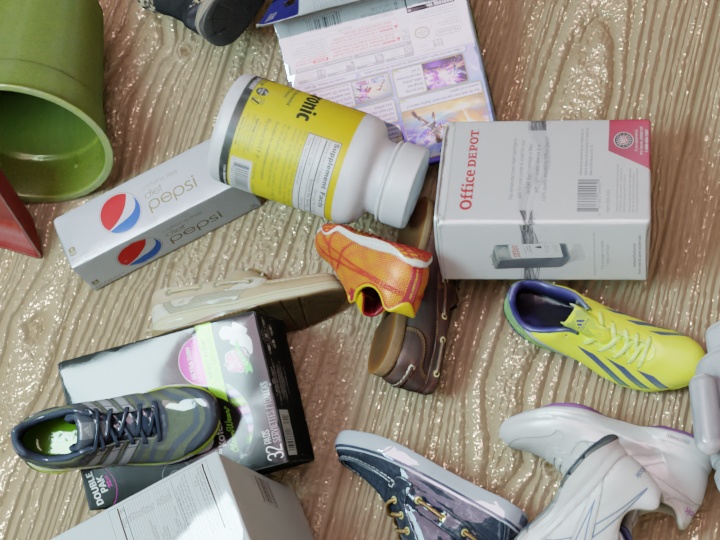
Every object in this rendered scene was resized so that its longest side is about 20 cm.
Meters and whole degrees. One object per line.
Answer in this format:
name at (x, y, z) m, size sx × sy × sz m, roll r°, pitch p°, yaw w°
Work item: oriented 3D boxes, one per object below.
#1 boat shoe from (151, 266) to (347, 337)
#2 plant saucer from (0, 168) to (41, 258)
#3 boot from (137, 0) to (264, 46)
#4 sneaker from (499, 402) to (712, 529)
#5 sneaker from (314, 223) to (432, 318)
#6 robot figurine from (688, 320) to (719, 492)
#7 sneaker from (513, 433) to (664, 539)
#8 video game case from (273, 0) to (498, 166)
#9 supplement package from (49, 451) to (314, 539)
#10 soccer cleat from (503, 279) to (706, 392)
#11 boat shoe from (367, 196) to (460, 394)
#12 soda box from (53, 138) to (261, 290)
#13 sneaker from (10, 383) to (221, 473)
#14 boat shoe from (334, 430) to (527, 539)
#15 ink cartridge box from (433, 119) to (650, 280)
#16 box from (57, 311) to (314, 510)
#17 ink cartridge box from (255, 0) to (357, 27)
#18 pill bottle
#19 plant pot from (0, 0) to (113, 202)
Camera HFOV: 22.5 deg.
boat shoe at (-0.113, 0.026, 1.801) m, size 0.199 × 0.072 × 0.065 m, roll -13°, pitch 61°, yaw 9°
plant saucer at (-0.435, -0.098, 1.863) m, size 0.199 × 0.200 × 0.037 m, roll 16°, pitch 64°, yaw 19°
boot at (-0.141, -0.334, 1.922) m, size 0.150 × 0.073 × 0.200 m, roll 23°, pitch 75°, yaw 46°
sneaker at (0.218, 0.180, 1.653) m, size 0.199 × 0.075 × 0.100 m, roll 11°, pitch 72°, yaw 18°
sneaker at (0.000, 0.000, 1.737) m, size 0.073 × 0.200 × 0.078 m, roll 16°, pitch 93°, yaw -23°
robot figurine at (0.363, 0.134, 1.609) m, size 0.169 × 0.113 × 0.201 m, roll 7°, pitch 62°, yaw -25°
sneaker at (0.189, 0.242, 1.611) m, size 0.087 × 0.074 × 0.200 m, roll 40°, pitch 114°, yaw 12°
video game case at (0.028, -0.189, 1.829) m, size 0.199 × 0.045 × 0.182 m, roll -13°, pitch 87°, yaw 9°
supplement package at (-0.153, 0.287, 1.634) m, size 0.199 × 0.191 × 0.148 m, roll -28°, pitch 65°, yaw 9°
soccer cleat at (0.225, 0.061, 1.692) m, size 0.199 × 0.084 × 0.065 m, roll 19°, pitch 76°, yaw 21°
boat shoe at (0.061, 0.026, 1.762) m, size 0.070 × 0.070 × 0.201 m, roll 22°, pitch 63°, yaw -17°
soda box at (-0.208, -0.060, 1.858) m, size 0.199 × 0.068 × 0.064 m, roll -28°, pitch 65°, yaw 3°
sneaker at (-0.223, 0.147, 1.632) m, size 0.199 × 0.081 × 0.074 m, roll -13°, pitch 84°, yaw 9°
boat shoe at (0.049, 0.224, 1.681) m, size 0.199 × 0.071 × 0.091 m, roll 24°, pitch 73°, yaw 19°
ink cartridge box at (0.175, -0.068, 1.723) m, size 0.199 × 0.085 × 0.146 m, roll 1°, pitch 46°, yaw 8°
box at (-0.164, 0.135, 1.727) m, size 0.199 × 0.124 × 0.149 m, roll -14°, pitch 82°, yaw 9°
ink cartridge box at (-0.005, -0.308, 1.846) m, size 0.199 × 0.200 × 0.041 m, roll -14°, pitch 108°, yaw 9°
pill bottle at (-0.039, -0.110, 1.762) m, size 0.199 × 0.111 × 0.112 m, roll 20°, pitch 75°, yaw 7°
plant pot at (-0.344, -0.206, 1.899) m, size 0.199 × 0.200 × 0.191 m, roll -3°, pitch 58°, yaw 13°
